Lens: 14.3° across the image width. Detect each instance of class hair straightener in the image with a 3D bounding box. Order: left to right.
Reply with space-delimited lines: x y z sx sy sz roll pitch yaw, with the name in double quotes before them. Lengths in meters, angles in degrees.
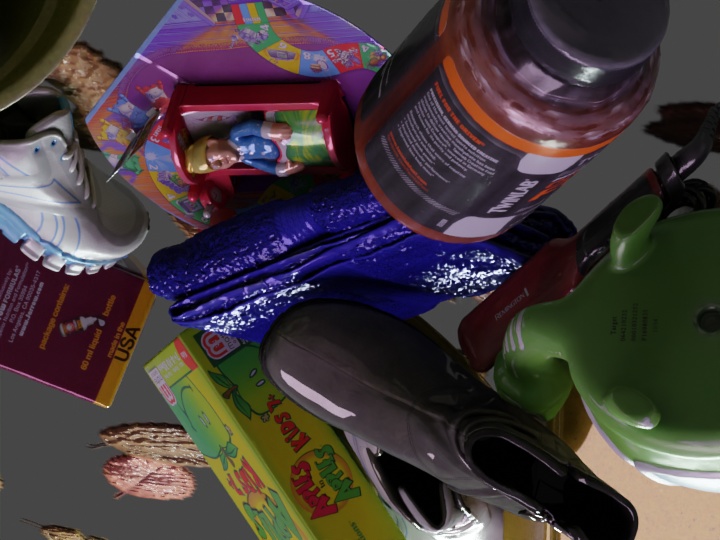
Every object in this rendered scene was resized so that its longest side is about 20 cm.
"hair straightener" 0.137 -0.014 1.497 0.077 0.041 0.200 11 130 -43

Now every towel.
"towel" 0.000 0.000 1.551 0.199 0.050 0.147 -19 152 37

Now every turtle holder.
"turtle holder" 0.166 0.054 1.438 0.185 0.141 0.132 -25 147 3

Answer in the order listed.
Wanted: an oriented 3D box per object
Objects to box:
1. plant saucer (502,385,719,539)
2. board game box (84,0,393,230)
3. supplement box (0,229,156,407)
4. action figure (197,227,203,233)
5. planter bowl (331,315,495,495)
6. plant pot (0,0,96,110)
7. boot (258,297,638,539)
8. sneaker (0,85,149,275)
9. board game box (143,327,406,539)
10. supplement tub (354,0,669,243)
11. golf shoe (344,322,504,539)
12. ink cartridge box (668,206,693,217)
"plant saucer" 0.174 0.108 1.585 0.199 0.049 0.201 5 121 10
"board game box" -0.056 -0.063 1.519 0.157 0.039 0.200 29 140 -14
"supplement box" -0.234 0.002 1.741 0.199 0.086 0.110 22 -177 -16
"action figure" 0.008 -0.036 1.603 0.199 0.052 0.065 -3 157 26
"planter bowl" 0.000 0.089 1.749 0.200 0.084 0.201 37 160 16
"plant pot" -0.229 -0.147 1.349 0.199 0.202 0.184 20 168 -11
"boot" 0.049 0.078 1.483 0.199 0.068 0.131 29 179 -12
"sneaker" -0.182 -0.061 1.641 0.086 0.075 0.200 -36 143 26
"board game box" -0.043 0.117 1.674 0.201 0.047 0.102 56 160 1
"supplement tub" 0.074 -0.091 1.365 0.106 0.108 0.200 20 157 -12
"golf shoe" 0.040 0.129 1.645 0.078 0.097 0.200 -26 127 12
"ink cartridge box" 0.224 0.060 1.615 0.199 0.047 0.198 13 133 1
